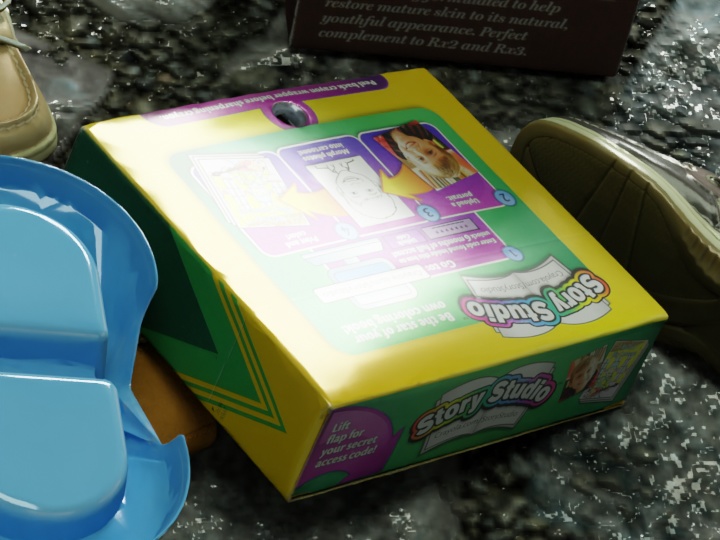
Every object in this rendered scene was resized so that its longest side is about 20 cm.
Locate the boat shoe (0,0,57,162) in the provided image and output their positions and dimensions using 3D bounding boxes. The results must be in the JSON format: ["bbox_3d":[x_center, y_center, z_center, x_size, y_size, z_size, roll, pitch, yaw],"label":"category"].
[{"bbox_3d":[-0.204,-0.119,1.305,0.073,0.063,0.200,-26,58,-32],"label":"boat shoe"}]

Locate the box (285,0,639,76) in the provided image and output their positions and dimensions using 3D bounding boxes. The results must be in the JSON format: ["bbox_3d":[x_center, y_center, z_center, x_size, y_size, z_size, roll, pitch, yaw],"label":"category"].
[{"bbox_3d":[0.052,-0.223,1.390,0.166,0.164,0.200,5,46,-9],"label":"box"}]

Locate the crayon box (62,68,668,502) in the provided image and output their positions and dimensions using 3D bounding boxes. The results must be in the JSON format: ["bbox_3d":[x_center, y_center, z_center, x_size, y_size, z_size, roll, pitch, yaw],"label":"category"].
[{"bbox_3d":[0.000,0.000,1.209,0.200,0.058,0.173,-13,50,-42],"label":"crayon box"}]

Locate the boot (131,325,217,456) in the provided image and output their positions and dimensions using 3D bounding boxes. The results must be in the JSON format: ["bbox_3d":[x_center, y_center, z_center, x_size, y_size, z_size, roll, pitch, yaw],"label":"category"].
[{"bbox_3d":[-0.166,0.031,1.176,0.201,0.071,0.144,42,46,22],"label":"boot"}]

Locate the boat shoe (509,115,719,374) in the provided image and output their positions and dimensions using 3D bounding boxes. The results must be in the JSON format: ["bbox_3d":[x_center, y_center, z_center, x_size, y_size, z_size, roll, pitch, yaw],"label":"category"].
[{"bbox_3d":[0.155,-0.004,1.275,0.201,0.072,0.066,36,40,21],"label":"boat shoe"}]

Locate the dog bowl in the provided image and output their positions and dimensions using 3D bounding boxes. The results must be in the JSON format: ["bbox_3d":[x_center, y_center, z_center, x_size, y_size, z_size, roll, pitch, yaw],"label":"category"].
[{"bbox_3d":[-0.130,0.044,1.091,0.111,0.050,0.200,5,45,-20],"label":"dog bowl"}]
